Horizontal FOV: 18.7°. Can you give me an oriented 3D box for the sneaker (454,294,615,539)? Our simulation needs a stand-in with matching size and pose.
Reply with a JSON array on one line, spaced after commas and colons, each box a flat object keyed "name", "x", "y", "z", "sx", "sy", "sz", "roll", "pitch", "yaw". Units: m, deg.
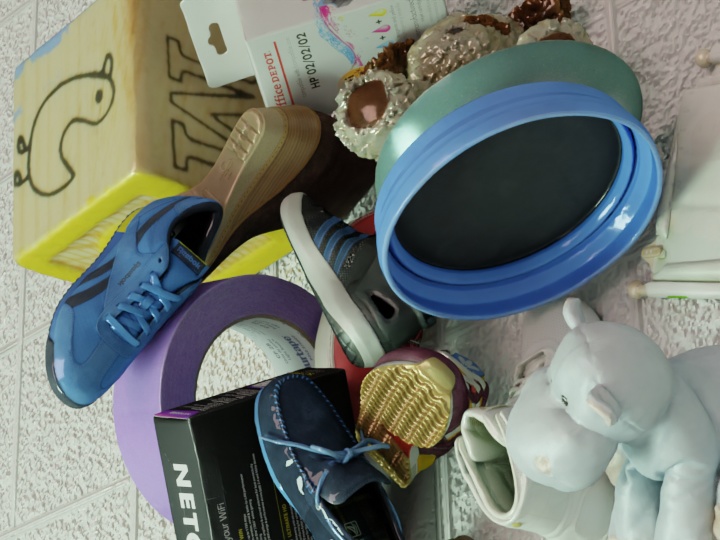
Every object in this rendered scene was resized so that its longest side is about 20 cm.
[{"name": "sneaker", "x": 0.119, "y": 0.092, "z": 1.511, "sx": 0.074, "sy": 0.115, "sz": 0.200, "roll": -37, "pitch": 47, "yaw": 38}]

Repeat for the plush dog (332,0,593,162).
[{"name": "plush dog", "x": 0.089, "y": -0.130, "z": 1.649, "sx": 0.200, "sy": 0.161, "sz": 0.172, "roll": -15, "pitch": 43, "yaw": 12}]

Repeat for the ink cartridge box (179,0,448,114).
[{"name": "ink cartridge box", "x": -0.031, "y": -0.183, "z": 1.733, "sx": 0.200, "sy": 0.115, "sz": 0.068, "roll": -16, "pitch": 54, "yaw": 1}]

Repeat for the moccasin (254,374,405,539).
[{"name": "moccasin", "x": -0.003, "y": 0.157, "z": 1.547, "sx": 0.200, "sy": 0.080, "sz": 0.068, "roll": 59, "pitch": 143, "yaw": 9}]

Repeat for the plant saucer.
[{"name": "plant saucer", "x": 0.110, "y": -0.075, "z": 1.524, "sx": 0.200, "sy": 0.200, "sz": 0.036, "roll": -47, "pitch": 47, "yaw": 28}]

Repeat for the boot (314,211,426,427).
[{"name": "boot", "x": 0.038, "y": 0.029, "z": 1.678, "sx": 0.144, "sy": 0.072, "sz": 0.200, "roll": -26, "pitch": 52, "yaw": 41}]

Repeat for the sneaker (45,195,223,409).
[{"name": "sneaker", "x": -0.165, "y": 0.016, "z": 1.628, "sx": 0.078, "sy": 0.066, "sz": 0.200, "roll": -12, "pitch": 37, "yaw": 42}]

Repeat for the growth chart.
[{"name": "growth chart", "x": 0.256, "y": -0.070, "z": 1.489, "sx": 0.145, "sy": 0.018, "sz": 0.200, "roll": 10, "pitch": 82, "yaw": 52}]

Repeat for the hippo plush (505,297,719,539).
[{"name": "hippo plush", "x": 0.187, "y": 0.105, "z": 1.381, "sx": 0.200, "sy": 0.161, "sz": 0.159, "roll": -47, "pitch": 43, "yaw": 28}]

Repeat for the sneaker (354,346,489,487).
[{"name": "sneaker", "x": 0.052, "y": 0.084, "z": 1.559, "sx": 0.090, "sy": 0.075, "sz": 0.200, "roll": -42, "pitch": -8, "yaw": -21}]

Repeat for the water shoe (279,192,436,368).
[{"name": "water shoe", "x": 0.000, "y": 0.000, "z": 1.652, "sx": 0.079, "sy": 0.072, "sz": 0.200, "roll": -26, "pitch": 40, "yaw": -2}]

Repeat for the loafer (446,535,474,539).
[{"name": "loafer", "x": 0.025, "y": 0.277, "z": 1.586, "sx": 0.200, "sy": 0.067, "sz": 0.076, "roll": -61, "pitch": 39, "yaw": 14}]

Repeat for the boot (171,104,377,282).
[{"name": "boot", "x": -0.072, "y": -0.043, "z": 1.768, "sx": 0.200, "sy": 0.166, "sz": 0.072, "roll": -53, "pitch": 55, "yaw": 21}]

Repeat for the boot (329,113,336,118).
[{"name": "boot", "x": -0.041, "y": -0.180, "z": 1.841, "sx": 0.073, "sy": 0.095, "sz": 0.200, "roll": -12, "pitch": 66, "yaw": 49}]

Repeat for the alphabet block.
[{"name": "alphabet block", "x": -0.171, "y": -0.104, "z": 1.890, "sx": 0.195, "sy": 0.196, "sz": 0.200, "roll": -33, "pitch": 51, "yaw": 41}]

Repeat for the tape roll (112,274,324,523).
[{"name": "tape roll", "x": -0.091, "y": 0.105, "z": 1.695, "sx": 0.066, "sy": 0.200, "sz": 0.200, "roll": -11, "pitch": 66, "yaw": 48}]

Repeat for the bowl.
[{"name": "bowl", "x": 0.105, "y": -0.047, "z": 1.480, "sx": 0.201, "sy": 0.200, "sz": 0.039, "roll": -47, "pitch": 47, "yaw": 28}]

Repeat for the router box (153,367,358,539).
[{"name": "router box", "x": -0.063, "y": 0.184, "z": 1.609, "sx": 0.051, "sy": 0.149, "sz": 0.200, "roll": -3, "pitch": 99, "yaw": 50}]
